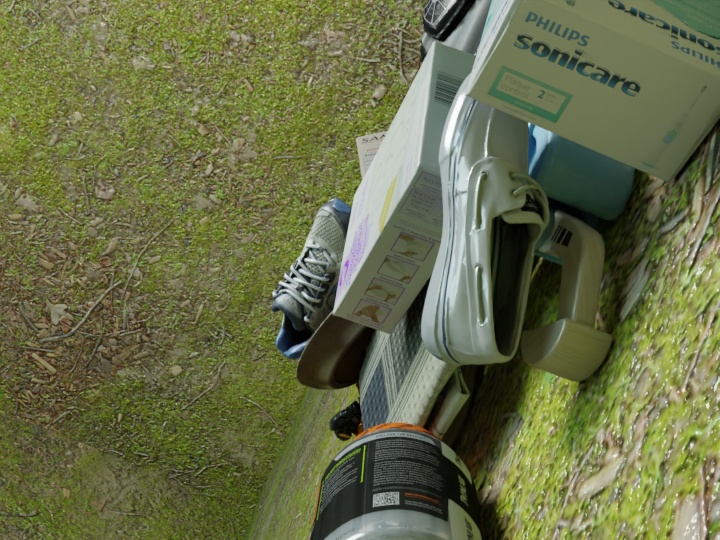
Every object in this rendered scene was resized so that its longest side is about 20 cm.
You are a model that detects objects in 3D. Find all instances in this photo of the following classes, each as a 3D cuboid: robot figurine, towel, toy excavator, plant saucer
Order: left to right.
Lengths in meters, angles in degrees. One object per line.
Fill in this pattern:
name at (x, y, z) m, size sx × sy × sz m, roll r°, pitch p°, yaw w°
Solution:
plant saucer at (0.019, 0.060, 1.014) m, size 0.200 × 0.032 × 0.200 m, roll -36°, pitch -22°, yaw -17°
robot figurine at (0.041, 0.124, 1.049) m, size 0.145 × 0.058 × 0.200 m, roll -25°, pitch -28°, yaw -34°
towel at (0.044, 0.089, 0.851) m, size 0.193 × 0.034 × 0.200 m, roll -96°, pitch 22°, yaw -54°
toy excavator at (0.141, -0.038, 0.682) m, size 0.200 × 0.100 × 0.195 m, roll -134°, pitch 65°, yaw -77°

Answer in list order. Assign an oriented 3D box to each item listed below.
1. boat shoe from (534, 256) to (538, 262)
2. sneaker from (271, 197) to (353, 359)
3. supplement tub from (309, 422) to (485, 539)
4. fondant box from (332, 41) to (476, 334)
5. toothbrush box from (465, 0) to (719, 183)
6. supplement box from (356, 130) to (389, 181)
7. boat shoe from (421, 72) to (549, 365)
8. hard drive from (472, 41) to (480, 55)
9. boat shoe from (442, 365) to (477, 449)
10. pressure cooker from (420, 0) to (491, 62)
boat shoe at (0.124, -0.021, 0.839) m, size 0.074 × 0.060 × 0.201 m, roll -5°, pitch -59°, yaw -55°
sneaker at (-0.042, 0.019, 0.958) m, size 0.085 × 0.077 × 0.200 m, roll -28°, pitch -35°, yaw -35°
supplement tub at (0.026, 0.188, 0.672) m, size 0.200 × 0.122 × 0.123 m, roll -81°, pitch 14°, yaw -75°
fondant box at (0.042, -0.063, 0.797) m, size 0.200 × 0.058 × 0.145 m, roll 118°, pitch 165°, yaw -49°
toothbrush box at (0.165, -0.173, 0.645) m, size 0.200 × 0.146 × 0.085 m, roll -73°, pitch 6°, yaw -45°
supplement box at (0.048, -0.057, 1.148) m, size 0.200 × 0.073 × 0.126 m, roll -98°, pitch -5°, yaw -45°
boat shoe at (0.093, -0.035, 0.632) m, size 0.067 × 0.073 × 0.201 m, roll 3°, pitch 86°, yaw 48°
hard drive at (0.125, -0.094, 0.908) m, size 0.033 × 0.139 × 0.201 m, roll 0°, pitch -61°, yaw -52°
boat shoe at (0.055, 0.153, 0.911) m, size 0.073 × 0.062 × 0.201 m, roll 124°, pitch 169°, yaw -75°
pressure cooker at (0.170, -0.275, 0.984) m, size 0.178 × 0.176 × 0.200 m, roll -28°, pitch -30°, yaw -53°
